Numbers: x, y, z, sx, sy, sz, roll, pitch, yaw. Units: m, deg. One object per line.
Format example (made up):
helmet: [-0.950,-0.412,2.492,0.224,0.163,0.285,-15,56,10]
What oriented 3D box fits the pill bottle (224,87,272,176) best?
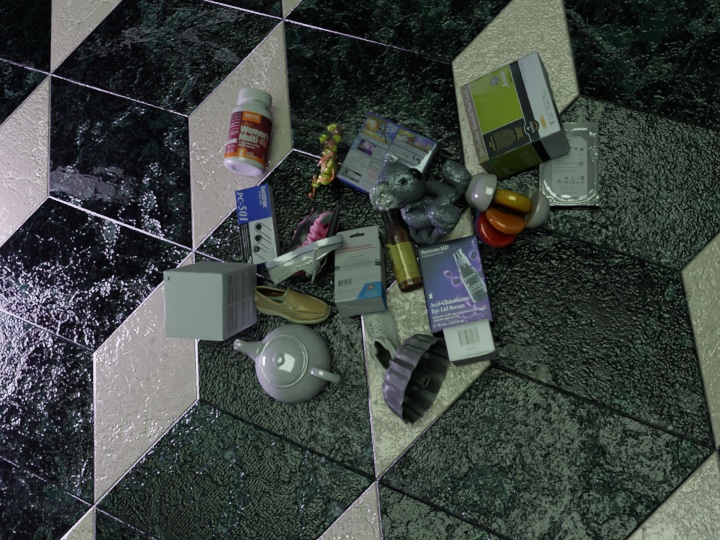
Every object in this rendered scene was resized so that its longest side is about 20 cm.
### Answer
pill bottle: [-0.285,-0.357,1.755,0.107,0.110,0.205,5,80,14]

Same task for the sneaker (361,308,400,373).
sneaker: [0.047,0.147,1.567,0.072,0.116,0.203,-27,72,8]

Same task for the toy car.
toy car: [0.315,-0.126,1.530,0.171,0.200,0.153,18,100,-4]

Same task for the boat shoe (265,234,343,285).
boat shoe: [-0.122,-0.014,1.602,0.198,0.075,0.088,-22,92,6]

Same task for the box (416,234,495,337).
box: [0.217,0.038,1.555,0.144,0.104,0.205,-13,76,11]

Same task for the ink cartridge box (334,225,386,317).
ink cartridge box: [0.000,0.000,1.614,0.113,0.068,0.204,-8,54,11]

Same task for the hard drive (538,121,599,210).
hard drive: [0.484,-0.244,1.587,0.136,0.038,0.205,1,78,13]

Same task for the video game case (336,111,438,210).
video game case: [0.067,-0.268,1.686,0.197,0.045,0.184,28,87,17]

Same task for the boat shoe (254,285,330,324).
boat shoe: [-0.168,0.076,1.642,0.195,0.077,0.073,6,44,14]

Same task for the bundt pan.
bundt pan: [0.116,0.229,1.497,0.075,0.201,0.206,22,83,30]

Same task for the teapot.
teapot: [-0.163,0.215,1.587,0.197,0.146,0.201,-28,74,5]

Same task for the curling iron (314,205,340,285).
curling iron: [-0.075,-0.058,1.650,0.049,0.025,0.205,32,109,57]

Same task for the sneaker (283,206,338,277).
sneaker: [-0.139,-0.075,1.691,0.201,0.079,0.095,-50,45,3]

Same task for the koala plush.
koala plush: [0.118,-0.172,1.554,0.197,0.184,0.180,28,56,-13]

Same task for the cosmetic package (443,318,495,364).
cosmetic package: [0.239,0.160,1.473,0.099,0.200,0.076,-13,75,10]

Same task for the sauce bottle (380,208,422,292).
sauce bottle: [0.095,-0.051,1.626,0.065,0.066,0.204,-19,72,9]

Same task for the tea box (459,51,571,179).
tea box: [0.354,-0.349,1.565,0.193,0.133,0.205,-18,71,23]

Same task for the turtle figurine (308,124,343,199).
turtle figurine: [-0.075,-0.275,1.675,0.063,0.201,0.165,12,62,-10]

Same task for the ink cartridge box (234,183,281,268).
ink cartridge box: [-0.260,-0.111,1.731,0.092,0.044,0.205,-12,76,9]

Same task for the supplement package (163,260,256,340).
supplement package: [-0.351,0.067,1.615,0.148,0.200,0.155,3,98,14]
